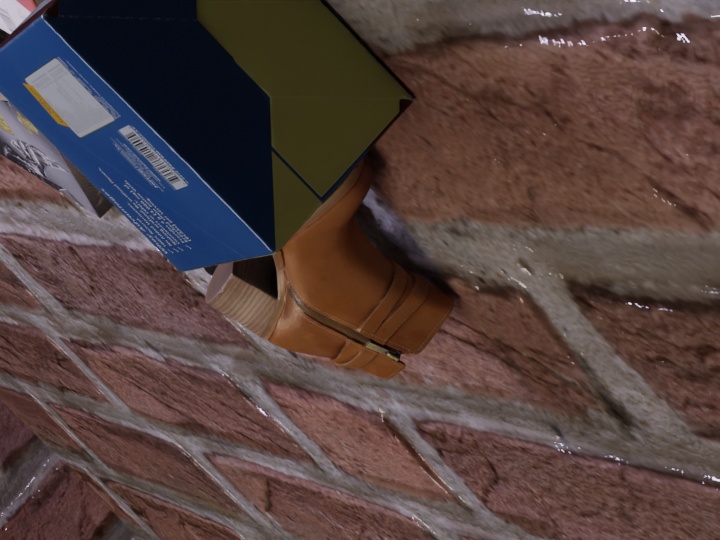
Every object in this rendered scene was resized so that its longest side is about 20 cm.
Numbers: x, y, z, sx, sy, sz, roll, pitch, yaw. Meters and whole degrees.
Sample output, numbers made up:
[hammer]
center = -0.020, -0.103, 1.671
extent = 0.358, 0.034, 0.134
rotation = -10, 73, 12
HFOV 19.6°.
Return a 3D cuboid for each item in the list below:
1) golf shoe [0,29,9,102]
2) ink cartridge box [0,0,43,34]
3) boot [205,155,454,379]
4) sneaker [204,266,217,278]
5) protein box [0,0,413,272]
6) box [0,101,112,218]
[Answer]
[golf shoe]
center = -0.249, -0.150, 1.624
extent = 0.200, 0.095, 0.078
rotation = 44, 162, -10
[ink cartridge box]
center = -0.275, -0.241, 1.501
extent = 0.200, 0.068, 0.117
rotation = 31, 160, 29
[boot]
center = 0.000, 0.000, 1.457
extent = 0.155, 0.077, 0.200
rotation = 25, 130, -17
[sneaker]
center = -0.091, -0.049, 1.589
extent = 0.090, 0.070, 0.200
rotation = 58, 162, -1
[protein box]
center = -0.110, -0.117, 1.314
extent = 0.199, 0.135, 0.200
rotation = 46, 163, -13
[box]
center = -0.296, -0.149, 1.810
extent = 0.158, 0.048, 0.200
rotation = 32, 161, 32
